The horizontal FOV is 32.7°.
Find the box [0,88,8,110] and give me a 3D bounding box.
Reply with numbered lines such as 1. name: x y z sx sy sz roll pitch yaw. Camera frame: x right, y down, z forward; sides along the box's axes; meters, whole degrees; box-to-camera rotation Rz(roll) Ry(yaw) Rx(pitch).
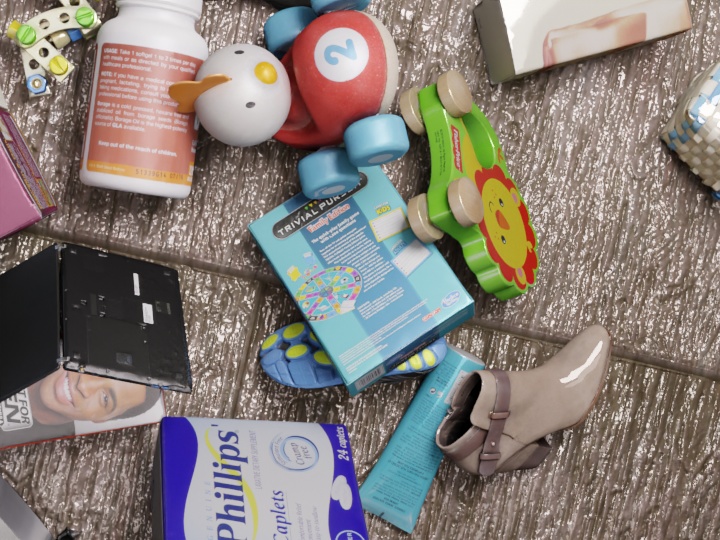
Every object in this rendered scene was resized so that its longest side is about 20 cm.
1. box: -0.449 -0.156 1.172 0.197 0.095 0.079 -23 98 -6

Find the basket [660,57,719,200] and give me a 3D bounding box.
1. basket: 0.429 -0.135 1.285 0.199 0.176 0.140 39 83 1

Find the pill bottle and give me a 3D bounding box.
1. pill bottle: -0.208 -0.177 1.202 0.110 0.112 0.204 8 93 -10

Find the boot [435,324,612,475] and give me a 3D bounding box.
1. boot: 0.169 0.130 1.287 0.145 0.070 0.202 22 99 -38

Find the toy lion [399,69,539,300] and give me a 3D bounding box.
1. toy lion: 0.123 -0.077 1.258 0.191 0.068 0.203 29 49 -47

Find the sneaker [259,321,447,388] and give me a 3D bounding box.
1. sneaker: -0.007 0.094 1.275 0.196 0.083 0.072 -4 68 4

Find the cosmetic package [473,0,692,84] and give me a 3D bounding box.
1. cosmetic package: 0.230 -0.263 1.279 0.197 0.103 0.089 -15 95 -7

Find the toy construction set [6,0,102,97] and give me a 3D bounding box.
1. toy construction set: -0.323 -0.283 1.192 0.130 0.092 0.201 -36 110 -5

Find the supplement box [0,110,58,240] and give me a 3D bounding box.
1. supplement box: -0.349 -0.083 1.139 0.085 0.200 0.112 -27 99 -6

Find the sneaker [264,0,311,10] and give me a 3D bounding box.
1. sneaker: -0.091 -0.301 1.226 0.196 0.091 0.077 -2 92 -11

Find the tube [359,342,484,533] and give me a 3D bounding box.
1. tube: 0.067 0.178 1.312 0.077 0.050 0.202 27 94 -6

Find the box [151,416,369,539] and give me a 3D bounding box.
1. box: -0.102 0.247 1.199 0.196 0.185 0.106 4 126 -14

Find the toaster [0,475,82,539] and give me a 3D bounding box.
1. toaster: -0.408 0.275 1.197 0.200 0.119 0.181 -42 100 -5

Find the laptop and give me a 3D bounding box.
1. laptop: -0.278 0.069 1.191 0.197 0.179 0.104 14 126 -26

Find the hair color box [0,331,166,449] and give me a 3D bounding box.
1. hair color box: -0.299 0.114 1.233 0.196 0.061 0.103 -9 95 -10

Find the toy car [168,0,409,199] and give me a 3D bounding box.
1. toy car: -0.081 -0.173 1.157 0.197 0.176 0.188 -8 78 -35

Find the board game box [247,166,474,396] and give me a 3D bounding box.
1. board game box: 0.000 0.000 1.240 0.150 0.047 0.201 -32 69 -6
